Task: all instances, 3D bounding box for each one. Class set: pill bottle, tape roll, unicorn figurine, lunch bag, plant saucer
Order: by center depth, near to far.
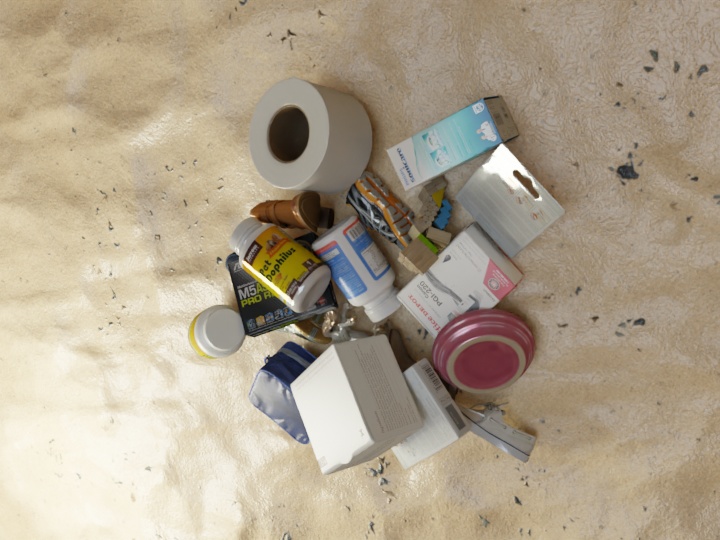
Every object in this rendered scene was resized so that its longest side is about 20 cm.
[{"bbox_3d":[0.236,0.165,1.397,0.198,0.051,0.202,0,126,0],"label":"plant saucer"},{"bbox_3d":[-0.095,-0.252,1.400,0.201,0.138,0.206,0,89,36],"label":"tape roll"},{"bbox_3d":[-0.161,-0.017,1.439,0.199,0.109,0.110,37,116,16],"label":"pill bottle"},{"bbox_3d":[0.000,0.000,1.466,0.112,0.112,0.201,-30,100,27],"label":"pill bottle"},{"bbox_3d":[0.005,0.154,1.538,0.199,0.074,0.138,35,123,13],"label":"unicorn figurine"},{"bbox_3d":[-0.308,0.133,1.588,0.114,0.112,0.200,62,158,-2],"label":"pill bottle"},{"bbox_3d":[-0.138,0.254,1.594,0.199,0.132,0.136,38,132,9],"label":"lunch bag"}]

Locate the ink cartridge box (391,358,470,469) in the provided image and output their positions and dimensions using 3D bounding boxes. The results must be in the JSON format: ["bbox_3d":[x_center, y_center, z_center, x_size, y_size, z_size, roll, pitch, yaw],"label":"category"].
[{"bbox_3d":[0.109,0.289,1.456,0.161,0.047,0.200,56,139,12],"label":"ink cartridge box"}]

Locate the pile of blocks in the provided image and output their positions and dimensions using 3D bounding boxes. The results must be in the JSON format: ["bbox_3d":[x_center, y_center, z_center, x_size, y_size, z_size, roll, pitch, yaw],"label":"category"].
[{"bbox_3d":[0.130,-0.078,1.393,0.081,0.062,0.202,21,70,-2],"label":"pile of blocks"}]

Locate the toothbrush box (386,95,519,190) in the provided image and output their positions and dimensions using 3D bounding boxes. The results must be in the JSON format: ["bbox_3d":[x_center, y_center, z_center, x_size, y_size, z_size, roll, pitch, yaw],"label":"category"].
[{"bbox_3d":[0.168,-0.229,1.317,0.199,0.146,0.086,-26,93,28],"label":"toothbrush box"}]

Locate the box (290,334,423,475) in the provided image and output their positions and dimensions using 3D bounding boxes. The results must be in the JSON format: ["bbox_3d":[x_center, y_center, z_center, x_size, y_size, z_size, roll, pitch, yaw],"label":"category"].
[{"bbox_3d":[-0.012,0.261,1.424,0.199,0.130,0.202,-45,61,45],"label":"box"}]

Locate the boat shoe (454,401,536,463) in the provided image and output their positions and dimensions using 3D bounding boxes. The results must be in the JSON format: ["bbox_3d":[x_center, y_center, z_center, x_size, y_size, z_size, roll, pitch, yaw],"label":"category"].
[{"bbox_3d":[0.264,0.296,1.456,0.201,0.075,0.087,31,84,1],"label":"boat shoe"}]

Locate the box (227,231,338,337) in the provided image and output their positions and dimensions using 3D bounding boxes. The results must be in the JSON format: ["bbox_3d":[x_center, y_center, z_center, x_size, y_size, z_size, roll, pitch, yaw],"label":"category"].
[{"bbox_3d":[-0.161,0.031,1.510,0.198,0.044,0.162,-19,78,9],"label":"box"}]

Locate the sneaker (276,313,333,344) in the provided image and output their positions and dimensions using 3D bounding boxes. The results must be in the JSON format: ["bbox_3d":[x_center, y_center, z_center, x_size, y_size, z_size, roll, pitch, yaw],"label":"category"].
[{"bbox_3d":[-0.150,0.106,1.600,0.199,0.076,0.088,30,144,3],"label":"sneaker"}]

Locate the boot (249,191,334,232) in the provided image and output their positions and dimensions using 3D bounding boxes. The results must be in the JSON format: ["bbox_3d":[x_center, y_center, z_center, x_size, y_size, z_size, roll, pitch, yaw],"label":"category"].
[{"bbox_3d":[-0.149,-0.115,1.457,0.153,0.200,0.075,6,84,13],"label":"boot"}]

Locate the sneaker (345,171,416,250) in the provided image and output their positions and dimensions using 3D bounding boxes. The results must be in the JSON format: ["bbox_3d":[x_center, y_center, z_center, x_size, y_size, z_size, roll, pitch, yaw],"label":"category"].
[{"bbox_3d":[0.049,-0.101,1.451,0.201,0.078,0.077,51,129,8],"label":"sneaker"}]

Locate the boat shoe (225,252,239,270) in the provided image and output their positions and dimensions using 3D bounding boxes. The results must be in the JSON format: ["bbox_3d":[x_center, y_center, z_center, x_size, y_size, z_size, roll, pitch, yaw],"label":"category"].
[{"bbox_3d":[-0.211,-0.009,1.585,0.198,0.069,0.085,3,105,22],"label":"boat shoe"}]

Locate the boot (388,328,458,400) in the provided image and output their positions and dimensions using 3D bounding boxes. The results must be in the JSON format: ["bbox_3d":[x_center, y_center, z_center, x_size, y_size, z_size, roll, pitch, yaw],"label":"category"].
[{"bbox_3d":[0.130,0.221,1.508,0.144,0.070,0.203,2,106,16],"label":"boot"}]

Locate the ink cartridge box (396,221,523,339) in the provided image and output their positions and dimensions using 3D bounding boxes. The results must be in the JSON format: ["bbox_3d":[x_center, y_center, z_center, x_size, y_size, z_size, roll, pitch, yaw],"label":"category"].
[{"bbox_3d":[0.190,0.030,1.414,0.146,0.085,0.200,47,119,5],"label":"ink cartridge box"}]

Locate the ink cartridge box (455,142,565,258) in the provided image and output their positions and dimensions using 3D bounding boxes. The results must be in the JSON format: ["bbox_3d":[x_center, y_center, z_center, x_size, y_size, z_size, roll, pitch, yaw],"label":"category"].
[{"bbox_3d":[0.269,-0.127,1.298,0.160,0.047,0.200,48,153,6],"label":"ink cartridge box"}]
